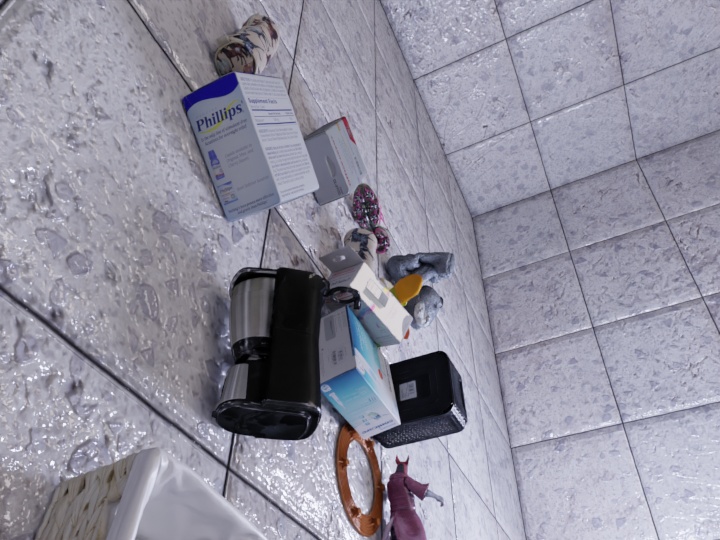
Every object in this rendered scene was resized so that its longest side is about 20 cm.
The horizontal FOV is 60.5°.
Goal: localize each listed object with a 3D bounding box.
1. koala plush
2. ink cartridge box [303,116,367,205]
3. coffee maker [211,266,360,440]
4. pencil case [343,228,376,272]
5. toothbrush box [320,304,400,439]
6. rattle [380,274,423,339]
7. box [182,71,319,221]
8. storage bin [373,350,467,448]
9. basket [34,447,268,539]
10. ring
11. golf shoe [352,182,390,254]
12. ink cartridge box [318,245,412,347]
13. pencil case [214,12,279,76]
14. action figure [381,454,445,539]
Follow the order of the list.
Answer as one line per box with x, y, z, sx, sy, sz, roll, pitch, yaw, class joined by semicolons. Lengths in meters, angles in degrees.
0.160;0.061;1.692;0.177;0.178;0.207;133;-44;-82;koala plush
-0.062;-0.252;1.403;0.201;0.081;0.149;-60;131;-66;ink cartridge box
-0.093;0.109;0.827;0.136;0.186;0.205;74;11;-56;coffee maker
0.000;0.000;1.350;0.091;0.075;0.204;95;-4;-48;pencil case
-0.009;0.191;1.142;0.149;0.083;0.202;-100;163;-47;toothbrush box
0.126;0.090;1.581;0.201;0.141;0.131;50;9;-37;rattle
-0.171;-0.203;1.007;0.184;0.102;0.205;-41;113;-70;box
0.107;0.264;1.258;0.094;0.195;0.138;51;28;-45;storage bin
-0.179;0.271;0.534;0.138;0.120;0.202;-86;151;-47;basket
0.006;0.381;1.144;0.204;0.019;0.202;-89;154;-43;ring
0.023;-0.144;1.590;0.093;0.070;0.203;-94;168;-52;golf shoe
-0.005;0.056;1.191;0.201;0.116;0.068;49;55;-18;ink cartridge box
-0.204;-0.410;1.135;0.202;0.075;0.091;-79;161;-54;pencil case
0.075;0.460;1.194;0.146;0.133;0.205;16;55;-36;action figure
